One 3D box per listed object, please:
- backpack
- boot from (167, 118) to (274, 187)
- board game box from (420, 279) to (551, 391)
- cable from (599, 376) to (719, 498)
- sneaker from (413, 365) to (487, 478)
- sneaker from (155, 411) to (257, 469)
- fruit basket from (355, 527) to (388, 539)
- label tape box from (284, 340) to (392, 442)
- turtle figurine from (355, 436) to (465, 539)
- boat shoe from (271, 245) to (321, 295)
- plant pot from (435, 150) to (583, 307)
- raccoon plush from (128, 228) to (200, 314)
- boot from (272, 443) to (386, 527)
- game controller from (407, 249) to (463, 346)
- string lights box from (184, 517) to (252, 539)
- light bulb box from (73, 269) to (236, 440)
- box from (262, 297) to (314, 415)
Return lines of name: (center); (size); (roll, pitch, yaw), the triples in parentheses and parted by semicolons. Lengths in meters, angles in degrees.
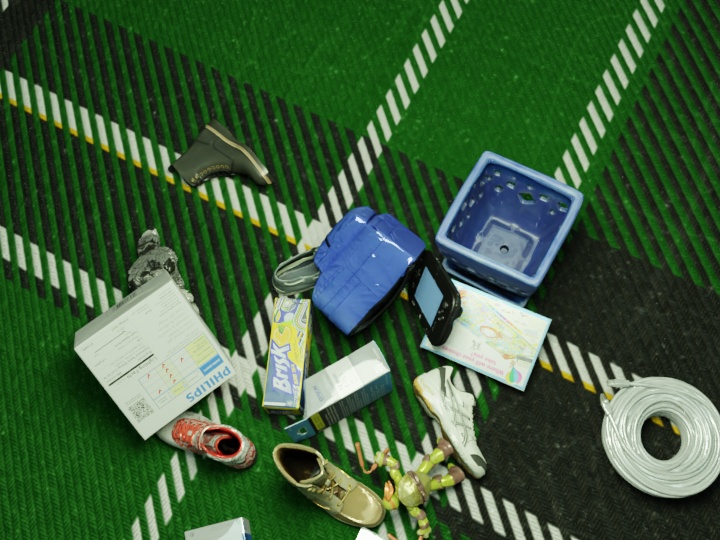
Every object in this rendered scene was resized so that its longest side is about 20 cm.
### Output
backpack: (0.000, 0.000, 1.450); (0.167, 0.162, 0.201); (39, 109, 7)
boot: (-0.276, -0.195, 1.619); (0.138, 0.078, 0.200); (-46, 59, -9)
board game box: (0.222, 0.112, 1.452); (0.198, 0.034, 0.136); (23, 91, 12)
cable: (0.505, 0.280, 1.370); (0.197, 0.069, 0.203); (-4, 69, 2)
sneaker: (0.173, 0.254, 1.401); (0.087, 0.076, 0.201); (-27, 72, -11)
sneaker: (-0.276, 0.282, 1.405); (0.199, 0.108, 0.068); (19, 71, 12)
fruit basket: (0.041, 0.544, 1.303); (0.183, 0.094, 0.201); (22, 57, 12)
label tape box: (-0.045, 0.212, 1.396); (0.198, 0.144, 0.067); (-27, 69, -7)
turtle figurine: (0.088, 0.344, 1.346); (0.160, 0.064, 0.201); (-28, 85, -25)
boat shoe: (-0.073, -0.012, 1.530); (0.198, 0.062, 0.073); (-21, 68, -4)
plant pot: (0.259, -0.060, 1.461); (0.198, 0.180, 0.201); (27, 72, 14)
raccoon plush: (-0.360, 0.016, 1.550); (0.096, 0.135, 0.201); (-20, 35, 12)
boot: (-0.051, 0.351, 1.335); (0.199, 0.156, 0.073); (30, 73, 14)
game controller: (0.126, 0.046, 1.435); (0.042, 0.201, 0.105); (20, 112, -22)
string lights box: (-0.219, 0.520, 1.334); (0.101, 0.059, 0.202); (-13, 68, 0)
light bulb box: (-0.355, 0.142, 1.411); (0.197, 0.125, 0.201); (-35, 108, -10)
box: (-0.129, 0.155, 1.468); (0.069, 0.064, 0.203); (3, 69, 5)
